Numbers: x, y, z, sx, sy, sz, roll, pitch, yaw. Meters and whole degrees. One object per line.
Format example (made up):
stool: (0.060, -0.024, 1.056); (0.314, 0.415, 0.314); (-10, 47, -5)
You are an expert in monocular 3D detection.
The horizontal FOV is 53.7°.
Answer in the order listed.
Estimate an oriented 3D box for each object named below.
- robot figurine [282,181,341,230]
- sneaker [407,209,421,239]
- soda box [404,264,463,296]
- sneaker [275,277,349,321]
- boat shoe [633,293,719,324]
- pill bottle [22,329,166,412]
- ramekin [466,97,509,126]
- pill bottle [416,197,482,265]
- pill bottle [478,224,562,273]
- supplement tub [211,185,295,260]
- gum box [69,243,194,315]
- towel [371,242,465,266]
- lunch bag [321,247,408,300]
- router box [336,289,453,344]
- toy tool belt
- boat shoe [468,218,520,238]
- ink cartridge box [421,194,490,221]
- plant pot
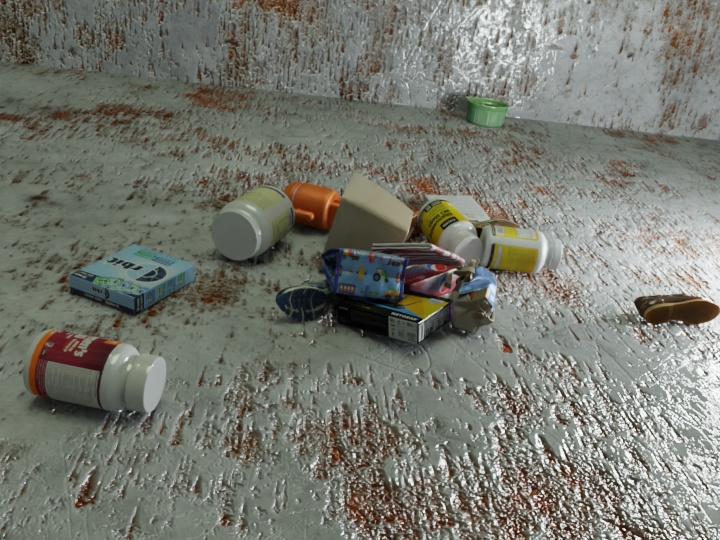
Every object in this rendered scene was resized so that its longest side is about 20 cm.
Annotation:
robot figurine: (-0.135, -0.178, 1.948); (0.199, 0.117, 0.144); (15, 66, 15)
sneaker: (0.138, -0.135, 1.991); (0.077, 0.073, 0.200); (8, 17, 36)
soda box: (0.151, 0.027, 1.657); (0.199, 0.064, 0.070); (-18, 33, -42)
sneaker: (-0.104, 0.056, 1.526); (0.199, 0.077, 0.085); (-1, 20, -40)
boat shoe: (0.755, 0.084, 1.700); (0.199, 0.071, 0.070); (2, 30, -11)
pill bottle: (-0.425, 0.165, 1.148); (0.199, 0.110, 0.110); (10, 25, 5)
ramekin: (0.600, -0.754, 3.390); (0.199, 0.098, 0.200); (7, 25, -3)
pill bottle: (0.238, -0.101, 1.885); (0.112, 0.113, 0.200); (-4, 33, -23)
pill bottle: (0.412, -0.052, 1.842); (0.199, 0.113, 0.112); (7, 25, -2)
supplement tub: (-0.262, -0.116, 1.746); (0.144, 0.146, 0.200); (15, 26, 15)
gum box: (-0.485, 0.015, 1.524); (0.169, 0.045, 0.200); (17, 28, 19)
towel: (0.128, -0.033, 1.550); (0.143, 0.023, 0.200); (0, -8, 28)
lunch bag: (0.000, 0.000, 1.538); (0.150, 0.095, 0.200); (8, 4, -14)
router box: (0.072, 0.086, 1.492); (0.199, 0.051, 0.149); (12, 23, 33)
toy tool belt: (0.253, 0.038, 1.557); (0.124, 0.123, 0.200); (27, 34, -6)
boat shoe: (0.348, -0.099, 1.980); (0.199, 0.076, 0.072); (-2, 29, 2)
ink cartridge box: (0.292, -0.166, 2.138); (0.159, 0.047, 0.200); (0, 32, -17)
plant pot: (0.023, -0.097, 1.749); (0.176, 0.201, 0.200); (20, 26, 0)
